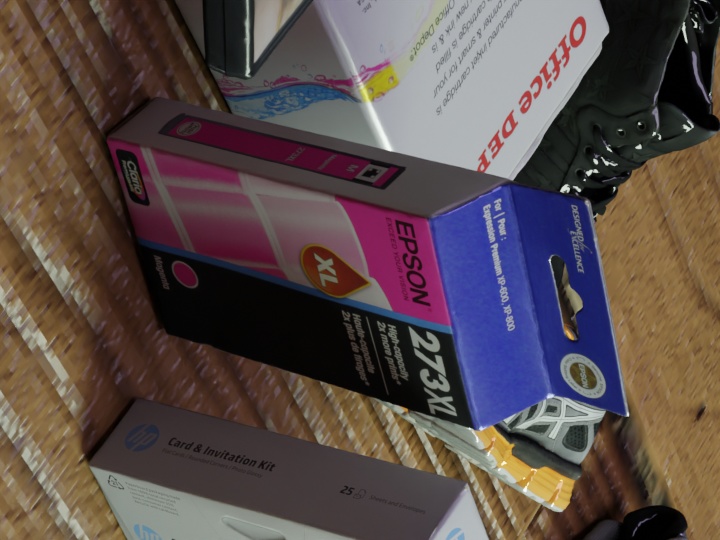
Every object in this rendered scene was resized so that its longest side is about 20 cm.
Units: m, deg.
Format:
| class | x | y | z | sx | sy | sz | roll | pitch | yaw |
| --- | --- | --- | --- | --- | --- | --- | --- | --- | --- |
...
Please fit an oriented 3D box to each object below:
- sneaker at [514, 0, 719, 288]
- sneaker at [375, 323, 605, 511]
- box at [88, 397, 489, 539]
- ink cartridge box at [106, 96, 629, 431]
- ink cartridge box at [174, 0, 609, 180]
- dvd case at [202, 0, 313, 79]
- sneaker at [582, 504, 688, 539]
| class | x | y | z | sx | sy | sz | roll | pitch | yaw |
| --- | --- | --- | --- | --- | --- | --- | --- | --- | --- |
| sneaker | 0.110 | -0.064 | 1.150 | 0.060 | 0.104 | 0.200 | -11 | 111 | -53 |
| sneaker | 0.057 | 0.044 | 1.135 | 0.077 | 0.078 | 0.200 | -58 | 155 | -2 |
| box | -0.006 | 0.145 | 1.017 | 0.041 | 0.156 | 0.200 | -55 | 140 | -31 |
| ink cartridge box | 0.000 | 0.000 | 0.934 | 0.037 | 0.200 | 0.095 | -44 | 134 | -37 |
| ink cartridge box | 0.007 | -0.122 | 1.001 | 0.145 | 0.084 | 0.200 | -54 | 140 | -28 |
| dvd case | 0.006 | -0.166 | 0.739 | 0.143 | 0.018 | 0.200 | 91 | 25 | -44 |
| sneaker | 0.162 | 0.182 | 1.343 | 0.200 | 0.075 | 0.116 | 16 | 86 | -55 |
